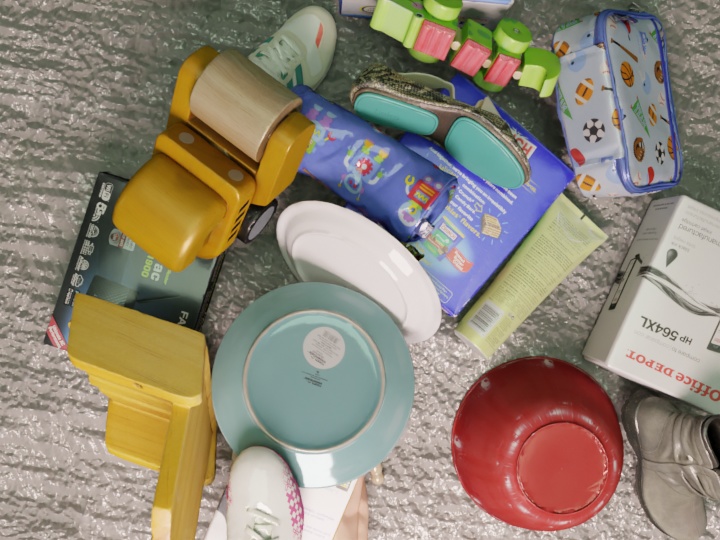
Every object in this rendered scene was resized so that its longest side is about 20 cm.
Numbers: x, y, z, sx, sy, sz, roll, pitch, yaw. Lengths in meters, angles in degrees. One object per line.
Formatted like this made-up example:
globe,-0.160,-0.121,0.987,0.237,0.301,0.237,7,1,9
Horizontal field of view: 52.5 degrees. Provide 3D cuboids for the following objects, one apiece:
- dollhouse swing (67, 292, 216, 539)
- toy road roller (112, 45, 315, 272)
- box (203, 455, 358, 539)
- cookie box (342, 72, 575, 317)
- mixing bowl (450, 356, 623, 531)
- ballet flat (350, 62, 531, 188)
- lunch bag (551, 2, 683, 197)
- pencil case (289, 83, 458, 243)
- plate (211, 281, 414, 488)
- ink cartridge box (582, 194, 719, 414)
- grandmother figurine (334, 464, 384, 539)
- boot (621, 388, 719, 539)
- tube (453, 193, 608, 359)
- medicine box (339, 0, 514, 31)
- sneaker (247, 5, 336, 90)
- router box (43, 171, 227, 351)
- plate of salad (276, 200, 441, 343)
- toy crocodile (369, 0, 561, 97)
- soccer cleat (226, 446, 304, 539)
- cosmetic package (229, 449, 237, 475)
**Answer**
dollhouse swing,-0.219,0.167,0.687,0.181,0.200,0.176,17,54,5
toy road roller,-0.145,-0.089,0.679,0.123,0.200,0.146,36,47,3
box,-0.076,0.228,0.724,0.119,0.041,0.201,23,89,-2
cookie box,0.103,-0.079,0.799,0.171,0.075,0.200,41,91,1
mixing bowl,0.203,0.200,0.794,0.199,0.108,0.201,0,91,0
ballet flat,0.088,-0.156,0.733,0.199,0.068,0.075,25,59,-3
lunch bag,0.280,-0.179,0.775,0.160,0.075,0.201,-10,94,-41
pencil case,-0.001,-0.102,0.729,0.200,0.078,0.087,34,98,10
plate,-0.044,0.106,0.702,0.199,0.026,0.201,1,75,-4
ink cartridge box,0.359,0.039,0.804,0.146,0.084,0.201,24,90,-2
grandmother figurine,-0.014,0.213,0.798,0.060,0.121,0.201,0,76,24
boot,0.353,0.227,0.770,0.068,0.131,0.201,-28,106,-13
tube,0.189,0.011,0.822,0.200,0.052,0.058,-49,133,-3
medicine box,0.076,-0.375,0.779,0.181,0.103,0.201,5,90,-1
sneaker,-0.095,-0.206,0.784,0.070,0.093,0.200,42,91,-2
router box,-0.238,0.010,0.802,0.149,0.062,0.201,18,91,-3
plate of salad,0.000,0.000,0.757,0.200,0.200,0.048,40,59,-2
toy crocodile,0.106,-0.227,0.735,0.199,0.068,0.062,20,48,-10
soccer cleat,-0.086,0.262,0.651,0.070,0.086,0.201,-2,100,3
cosmetic package,-0.089,0.162,0.790,0.087,0.103,0.201,6,93,-2
